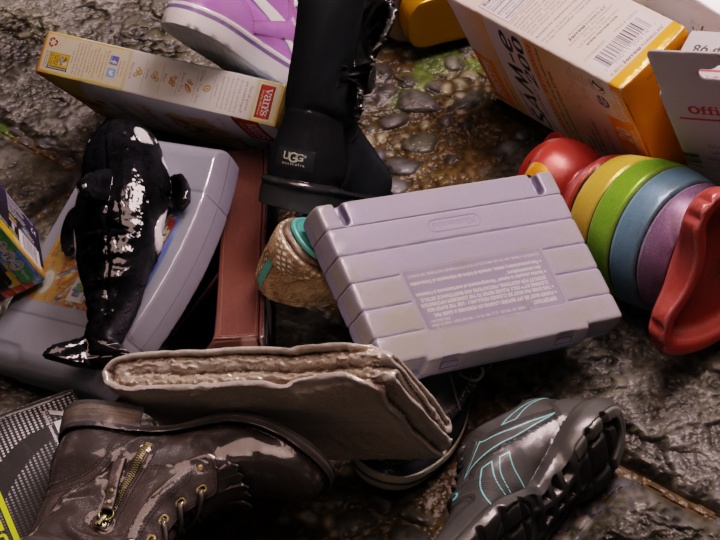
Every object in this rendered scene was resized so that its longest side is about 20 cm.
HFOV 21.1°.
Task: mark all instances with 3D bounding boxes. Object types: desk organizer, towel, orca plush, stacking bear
[{"bbox_3d":[-0.102,0.002,1.394,0.077,0.072,0.200,-4,45,2],"label":"desk organizer"},{"bbox_3d":[-0.049,0.089,1.235,0.199,0.133,0.035,-4,61,24],"label":"towel"},{"bbox_3d":[-0.184,-0.032,1.317,0.105,0.071,0.201,-2,58,33],"label":"orca plush"},{"bbox_3d":[0.191,-0.036,1.396,0.113,0.122,0.200,-1,24,-44],"label":"stacking bear"}]

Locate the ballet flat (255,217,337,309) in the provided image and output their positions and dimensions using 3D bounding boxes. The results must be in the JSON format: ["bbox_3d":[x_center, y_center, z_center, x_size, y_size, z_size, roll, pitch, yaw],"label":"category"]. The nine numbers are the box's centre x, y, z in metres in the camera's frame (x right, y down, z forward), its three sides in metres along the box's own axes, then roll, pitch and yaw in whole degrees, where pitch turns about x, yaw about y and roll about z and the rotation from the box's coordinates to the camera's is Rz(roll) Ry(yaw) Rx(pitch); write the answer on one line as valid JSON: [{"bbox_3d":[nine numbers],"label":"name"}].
[{"bbox_3d":[0.000,0.000,1.373,0.200,0.065,0.071,9,45,-45],"label":"ballet flat"}]

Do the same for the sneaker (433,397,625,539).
[{"bbox_3d":[0.092,0.148,1.250,0.079,0.076,0.200,16,40,36],"label":"sneaker"}]

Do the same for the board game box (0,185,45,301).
[{"bbox_3d":[-0.335,-0.034,1.317,0.165,0.200,0.057,-24,48,7],"label":"board game box"}]

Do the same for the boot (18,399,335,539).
[{"bbox_3d":[-0.126,0.171,1.181,0.199,0.069,0.174,6,50,10],"label":"boot"}]

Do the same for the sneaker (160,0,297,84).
[{"bbox_3d":[-0.060,-0.192,1.461,0.072,0.200,0.115,11,76,34],"label":"sneaker"}]

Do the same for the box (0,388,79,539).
[{"bbox_3d":[-0.238,0.185,1.233,0.193,0.048,0.200,-20,48,-15],"label":"box"}]

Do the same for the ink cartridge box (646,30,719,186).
[{"bbox_3d":[0.290,-0.104,1.369,0.116,0.200,0.067,8,54,35],"label":"ink cartridge box"}]

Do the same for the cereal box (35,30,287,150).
[{"bbox_3d":[-0.130,-0.129,1.482,0.199,0.144,0.040,15,84,17],"label":"cereal box"}]

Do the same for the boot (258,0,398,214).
[{"bbox_3d":[-0.008,-0.126,1.395,0.076,0.169,0.200,15,6,16],"label":"boot"}]

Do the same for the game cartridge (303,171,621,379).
[{"bbox_3d":[0.071,0.004,1.311,0.199,0.038,0.130,-9,68,-31],"label":"game cartridge"}]

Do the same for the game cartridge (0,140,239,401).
[{"bbox_3d":[-0.170,-0.005,1.363,0.133,0.042,0.200,7,63,42],"label":"game cartridge"}]

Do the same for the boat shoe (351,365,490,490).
[{"bbox_3d":[0.052,0.067,1.327,0.074,0.062,0.200,22,51,20],"label":"boat shoe"}]

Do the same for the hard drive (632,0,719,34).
[{"bbox_3d":[0.284,-0.148,1.446,0.200,0.132,0.025,35,70,11],"label":"hard drive"}]

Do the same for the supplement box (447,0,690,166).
[{"bbox_3d":[0.170,-0.157,1.474,0.074,0.126,0.200,-44,46,-11],"label":"supplement box"}]

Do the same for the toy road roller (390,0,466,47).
[{"bbox_3d":[0.093,-0.289,1.622,0.199,0.146,0.123,-17,46,-15],"label":"toy road roller"}]
